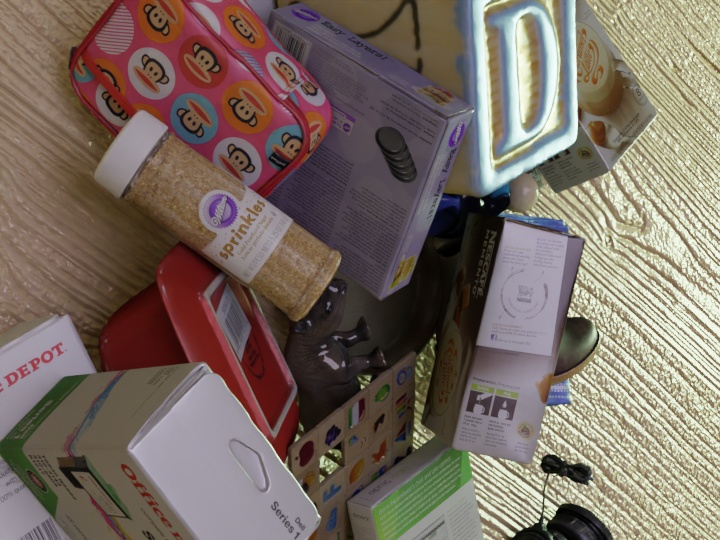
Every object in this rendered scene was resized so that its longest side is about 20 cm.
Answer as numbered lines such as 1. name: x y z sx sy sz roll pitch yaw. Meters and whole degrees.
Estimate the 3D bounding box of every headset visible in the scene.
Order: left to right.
1. headset: 0.212 0.284 1.395 0.123 0.093 0.202 -21 108 -38

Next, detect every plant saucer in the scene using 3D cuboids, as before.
1. plant saucer: 0.000 0.000 1.307 0.199 0.032 0.203 7 79 -37

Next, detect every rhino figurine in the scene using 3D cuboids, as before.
1. rhino figurine: -0.025 0.081 1.214 0.087 0.060 0.201 -22 129 -10

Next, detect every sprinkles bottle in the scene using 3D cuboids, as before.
1. sprinkles bottle: -0.112 -0.043 1.083 0.199 0.068 0.069 36 62 -7

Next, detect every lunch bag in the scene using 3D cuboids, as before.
1. lunch bag: -0.140 -0.139 1.132 0.200 0.176 0.082 47 34 -5

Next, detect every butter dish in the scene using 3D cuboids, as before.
1. butter dish: -0.150 0.087 1.115 0.200 0.147 0.201 -66 133 -75

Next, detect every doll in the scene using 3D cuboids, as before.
1. doll: 0.088 -0.062 1.293 0.198 0.137 0.049 -9 62 -30

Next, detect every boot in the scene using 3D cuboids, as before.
1. boot: 0.160 0.033 1.354 0.198 0.072 0.168 -17 118 -28

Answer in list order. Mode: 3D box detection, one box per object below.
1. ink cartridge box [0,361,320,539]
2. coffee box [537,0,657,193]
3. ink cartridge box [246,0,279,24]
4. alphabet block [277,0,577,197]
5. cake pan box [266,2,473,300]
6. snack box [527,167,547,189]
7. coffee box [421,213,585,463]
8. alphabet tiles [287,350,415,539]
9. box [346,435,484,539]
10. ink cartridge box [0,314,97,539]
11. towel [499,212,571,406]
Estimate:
1. ink cartridge box: -0.144 0.148 0.958 0.084 0.199 0.145 -47 113 -33
2. coffee box: 0.192 -0.197 1.362 0.201 0.079 0.114 54 52 -12
3. ink cartridge box: -0.072 -0.236 1.260 0.200 0.075 0.149 55 52 -44
4. alphabet block: 0.064 -0.188 1.224 0.196 0.198 0.197 -27 120 -50
5. cake pan box: -0.020 -0.103 1.163 0.052 0.199 0.185 -27 143 -51
6. snack box: 0.161 -0.175 1.428 0.200 0.067 0.170 -35 101 -39
7. coffee box: 0.124 0.056 1.222 0.079 0.114 0.202 12 93 -13
8. alphabet tiles: -0.005 0.190 1.222 0.167 0.008 0.202 -35 138 -40
9. box: 0.061 0.271 1.281 0.144 0.036 0.202 -29 117 -43
10. ink cartridge box: -0.255 0.155 1.051 0.144 0.084 0.201 -34 105 -36
11. towel: 0.167 0.041 1.438 0.144 0.024 0.202 5 81 -37
